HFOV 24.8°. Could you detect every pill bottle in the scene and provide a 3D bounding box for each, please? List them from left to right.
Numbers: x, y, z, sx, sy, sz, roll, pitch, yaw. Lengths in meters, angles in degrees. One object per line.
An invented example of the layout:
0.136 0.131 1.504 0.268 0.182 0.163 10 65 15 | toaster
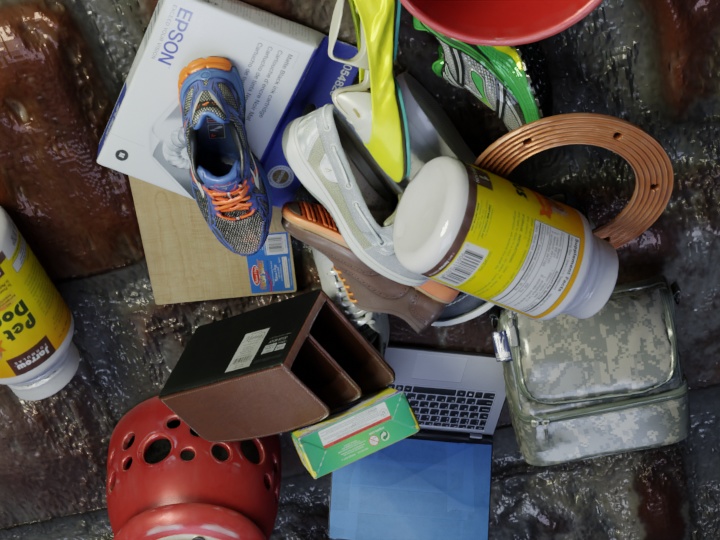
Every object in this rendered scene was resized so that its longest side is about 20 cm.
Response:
-0.356 0.035 1.620 0.108 0.110 0.201 -16 132 11 | pill bottle
0.136 -0.022 1.491 0.198 0.110 0.109 21 129 -27 | pill bottle

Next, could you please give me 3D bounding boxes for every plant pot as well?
-0.185 0.265 1.806 0.197 0.184 0.202 -2 135 -2 | plant pot
0.106 -0.311 1.295 0.197 0.179 0.202 -1 133 -1 | plant pot

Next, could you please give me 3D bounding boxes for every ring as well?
0.193 -0.078 1.529 0.197 0.019 0.202 -2 141 -2 | ring

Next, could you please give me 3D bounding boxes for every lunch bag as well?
0.240 0.094 1.709 0.197 0.140 0.170 -9 115 2 | lunch bag

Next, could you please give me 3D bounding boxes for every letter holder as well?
-0.081 0.121 1.670 0.199 0.101 0.142 -17 125 44 | letter holder

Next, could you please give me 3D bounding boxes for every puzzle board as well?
-0.146 -0.049 1.630 0.148 0.018 0.202 -5 133 0 | puzzle board

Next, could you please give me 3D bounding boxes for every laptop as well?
0.068 0.194 1.797 0.185 0.117 0.202 5 132 -9 | laptop

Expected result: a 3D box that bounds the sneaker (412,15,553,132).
0.117 -0.188 1.489 0.084 0.079 0.201 -18 125 26 | sneaker

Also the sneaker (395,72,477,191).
0.049 -0.092 1.563 0.115 0.074 0.200 -26 130 16 | sneaker

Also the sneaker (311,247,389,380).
-0.006 0.019 1.657 0.075 0.081 0.201 -10 131 8 | sneaker

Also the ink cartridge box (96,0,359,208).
-0.119 -0.149 1.508 0.198 0.041 0.201 18 124 -17 | ink cartridge box

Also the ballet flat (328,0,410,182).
0.005 -0.177 1.451 0.066 0.067 0.203 -7 106 -12 | ballet flat

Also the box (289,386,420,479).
-0.010 0.160 1.653 0.116 0.200 0.049 -24 88 -7 | box

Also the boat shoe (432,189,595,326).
0.138 -0.016 1.642 0.199 0.076 0.060 -33 128 10 | boat shoe

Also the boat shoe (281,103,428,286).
0.012 -0.068 1.512 0.064 0.075 0.202 -23 114 40 | boat shoe

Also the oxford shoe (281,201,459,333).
0.000 0.000 1.583 0.199 0.071 0.073 29 108 -18 | oxford shoe

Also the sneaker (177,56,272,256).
-0.126 -0.090 1.477 0.074 0.079 0.202 -11 128 5 | sneaker
